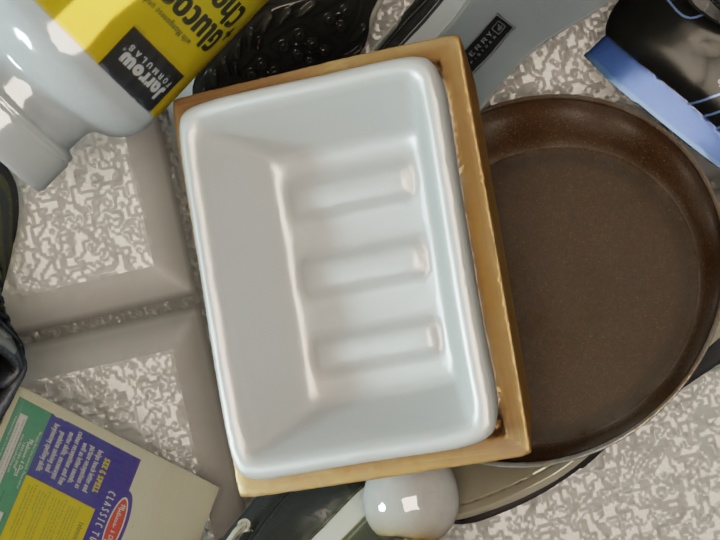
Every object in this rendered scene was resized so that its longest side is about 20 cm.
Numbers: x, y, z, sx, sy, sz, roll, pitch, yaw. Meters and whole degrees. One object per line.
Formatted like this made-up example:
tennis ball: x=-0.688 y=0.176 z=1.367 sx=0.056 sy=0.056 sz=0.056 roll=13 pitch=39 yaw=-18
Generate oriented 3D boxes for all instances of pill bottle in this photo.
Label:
pill bottle: x=-0.116 y=-0.138 z=1.261 sx=0.112 sy=0.112 sz=0.200 roll=44 pitch=90 yaw=-2

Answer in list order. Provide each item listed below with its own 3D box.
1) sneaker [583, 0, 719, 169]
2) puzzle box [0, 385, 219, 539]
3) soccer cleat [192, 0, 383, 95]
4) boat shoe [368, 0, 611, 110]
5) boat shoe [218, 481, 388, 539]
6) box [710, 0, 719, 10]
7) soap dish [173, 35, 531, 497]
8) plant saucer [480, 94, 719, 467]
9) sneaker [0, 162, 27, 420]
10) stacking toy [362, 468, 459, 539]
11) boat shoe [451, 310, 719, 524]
sneaker: x=0.213 y=-0.079 z=1.324 sx=0.200 sy=0.070 sz=0.078 roll=38 pitch=98 yaw=-1
puzzle box: x=-0.162 y=0.174 z=1.306 sx=0.133 sy=0.025 sz=0.201 roll=30 pitch=72 yaw=-29
soccer cleat: x=-0.018 y=-0.159 z=1.332 sx=0.068 sy=0.073 sz=0.200 roll=27 pitch=113 yaw=-38
boat shoe: x=0.069 y=-0.140 z=1.323 sx=0.073 sy=0.068 sz=0.200 roll=33 pitch=104 yaw=-32
boat shoe: x=-0.063 y=0.166 z=1.326 sx=0.200 sy=0.076 sz=0.060 roll=-41 pitch=63 yaw=-21
box: x=0.249 y=-0.200 z=1.303 sx=0.143 sy=0.036 sz=0.200 roll=44 pitch=76 yaw=-7
soap dish: x=0.000 y=0.000 z=1.257 sx=0.156 sy=0.081 sz=0.202 roll=-11 pitch=88 yaw=24
plant saucer: x=0.091 y=0.008 z=1.313 sx=0.199 sy=0.032 sz=0.202 roll=-7 pitch=66 yaw=17
sneaker: x=-0.198 y=0.031 z=1.298 sx=0.081 sy=0.074 sz=0.201 roll=-13 pitch=58 yaw=38
stacking toy: x=0.013 y=0.185 z=1.278 sx=0.145 sy=0.146 sz=0.202 roll=5 pitch=84 yaw=0
boat shoe: x=0.119 y=0.073 z=1.334 sx=0.200 sy=0.063 sz=0.073 roll=-37 pitch=51 yaw=0
